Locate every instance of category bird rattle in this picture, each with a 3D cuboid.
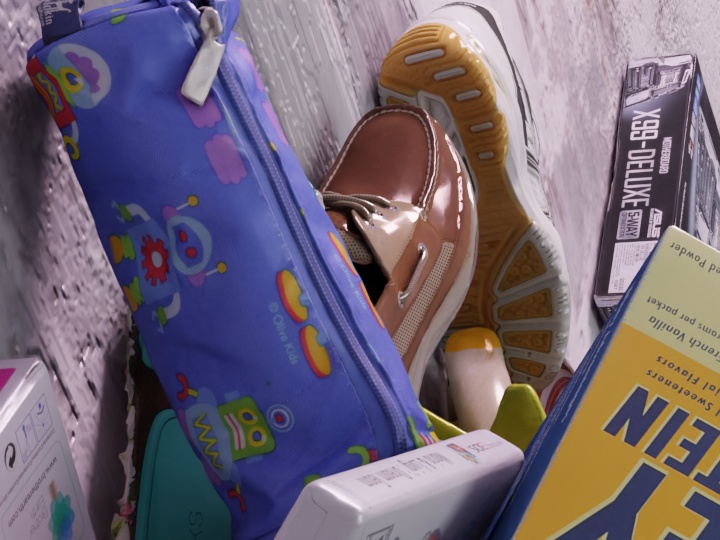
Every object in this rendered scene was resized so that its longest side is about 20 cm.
[{"bbox_3d":[0.071,0.120,1.160,0.163,0.112,0.201,-95,170,-48],"label":"bird rattle"}]

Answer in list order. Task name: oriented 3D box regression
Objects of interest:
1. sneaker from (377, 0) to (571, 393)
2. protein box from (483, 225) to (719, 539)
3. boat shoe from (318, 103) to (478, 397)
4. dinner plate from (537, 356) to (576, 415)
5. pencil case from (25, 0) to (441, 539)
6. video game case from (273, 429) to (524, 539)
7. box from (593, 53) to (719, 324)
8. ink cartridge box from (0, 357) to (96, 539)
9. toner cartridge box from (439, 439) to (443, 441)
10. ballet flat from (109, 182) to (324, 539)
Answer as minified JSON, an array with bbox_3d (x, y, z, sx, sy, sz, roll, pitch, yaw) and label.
[{"bbox_3d":[0.068,-0.037,1.202,0.088,0.075,0.201,-56,139,-58],"label":"sneaker"},{"bbox_3d":[0.093,0.137,0.825,0.199,0.135,0.200,-59,177,-38],"label":"protein box"},{"bbox_3d":[0.000,0.000,1.018,0.072,0.075,0.201,63,29,-43],"label":"boat shoe"},{"bbox_3d":[0.112,0.140,1.233,0.200,0.024,0.201,175,-90,-81],"label":"dinner plate"},{"bbox_3d":[-0.041,-0.004,0.818,0.078,0.087,0.201,-23,88,-35],"label":"pencil case"},{"bbox_3d":[-0.024,0.145,0.749,0.201,0.024,0.182,-63,165,9],"label":"video game case"},{"bbox_3d":[0.202,-0.014,1.593,0.158,0.050,0.201,64,30,-46],"label":"box"},{"bbox_3d":[-0.108,0.143,0.749,0.119,0.042,0.201,-61,141,-57],"label":"ink cartridge box"},{"bbox_3d":[-0.006,0.158,0.930,0.095,0.043,0.201,27,79,-66],"label":"toner cartridge box"},{"bbox_3d":[-0.057,0.056,0.888,0.064,0.075,0.201,114,-10,-62],"label":"ballet flat"}]
